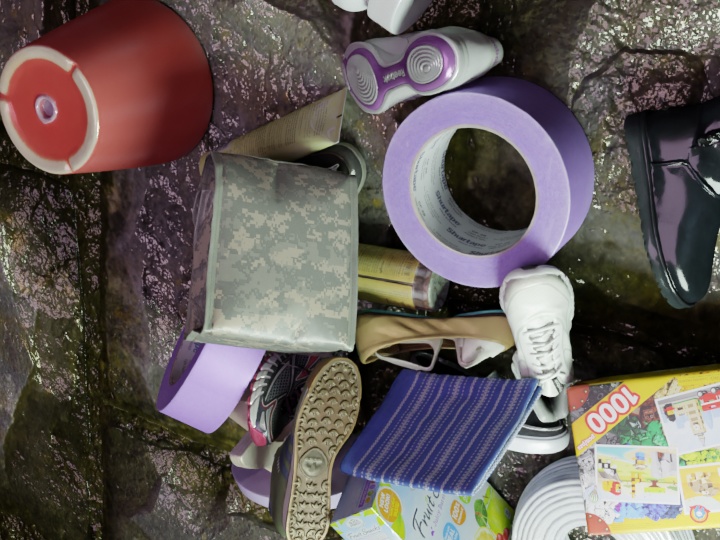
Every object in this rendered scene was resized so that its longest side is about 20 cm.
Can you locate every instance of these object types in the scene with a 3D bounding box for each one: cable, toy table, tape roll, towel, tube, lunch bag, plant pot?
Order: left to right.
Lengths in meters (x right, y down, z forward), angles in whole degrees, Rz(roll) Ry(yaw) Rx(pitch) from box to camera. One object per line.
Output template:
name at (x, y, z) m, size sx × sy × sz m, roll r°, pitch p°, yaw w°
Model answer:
plant pot at (-0.297, -0.199, 1.259) m, size 0.200 × 0.177 × 0.201 m, roll 11°, pitch 114°, yaw 26°
tape roll at (-0.161, 0.082, 1.277) m, size 0.065 × 0.200 × 0.200 m, roll 27°, pitch 124°, yaw -14°
lunch bag at (-0.091, -0.019, 1.154) m, size 0.118 × 0.163 × 0.201 m, roll 158°, pitch 118°, yaw -69°
tube at (-0.095, -0.139, 1.242) m, size 0.199 × 0.052 × 0.058 m, roll -20°, pitch 90°, yaw 35°
toy table at (-0.082, 0.198, 1.308) m, size 0.199 × 0.184 × 0.117 m, roll -5°, pitch 123°, yaw 25°
towel at (0.076, 0.159, 1.128) m, size 0.200 × 0.145 × 0.024 m, roll -3°, pitch 132°, yaw 50°
tape roll at (0.128, -0.090, 1.120) m, size 0.199 × 0.085 × 0.201 m, roll 10°, pitch 114°, yaw 25°
cable at (0.259, 0.299, 1.209) m, size 0.199 × 0.069 × 0.201 m, roll -9°, pitch 104°, yaw 32°

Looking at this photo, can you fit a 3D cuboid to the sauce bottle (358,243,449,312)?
sauce bottle at (0.000, 0.000, 1.240) m, size 0.199 × 0.065 × 0.065 m, roll 12°, pitch 115°, yaw 26°

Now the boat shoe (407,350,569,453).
boat shoe at (0.137, 0.138, 1.220) m, size 0.199 × 0.070 × 0.067 m, roll 20°, pitch 120°, yaw 30°

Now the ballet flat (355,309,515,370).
ballet flat at (0.092, 0.077, 1.189) m, size 0.199 × 0.069 × 0.063 m, roll 0°, pitch 71°, yaw 9°

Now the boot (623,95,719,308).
boot at (0.342, -0.069, 1.011) m, size 0.168 × 0.076 × 0.201 m, roll -9°, pitch 98°, yaw 36°

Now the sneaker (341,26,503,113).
sneaker at (0.059, -0.203, 1.122) m, size 0.200 × 0.099 × 0.075 m, roll 7°, pitch 110°, yaw 52°

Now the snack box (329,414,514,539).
snack box at (0.073, 0.270, 1.212) m, size 0.068 × 0.169 × 0.200 m, roll -31°, pitch 112°, yaw 35°

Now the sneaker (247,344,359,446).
sneaker at (-0.059, 0.117, 1.237) m, size 0.074 × 0.200 × 0.081 m, roll 20°, pitch 139°, yaw 23°

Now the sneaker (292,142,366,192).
sneaker at (-0.086, -0.070, 1.234) m, size 0.200 × 0.106 × 0.075 m, roll -29°, pitch 94°, yaw 34°

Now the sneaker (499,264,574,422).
sneaker at (0.184, 0.074, 1.110) m, size 0.075 × 0.081 × 0.200 m, roll -11°, pitch 136°, yaw 7°

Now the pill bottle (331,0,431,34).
pill bottle at (-0.019, -0.326, 1.093) m, size 0.200 × 0.110 × 0.110 m, roll 38°, pitch 123°, yaw 11°

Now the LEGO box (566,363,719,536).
LEGO box at (0.315, 0.172, 1.082) m, size 0.199 × 0.077 × 0.150 m, roll -10°, pitch 86°, yaw 22°

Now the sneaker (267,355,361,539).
sneaker at (-0.059, 0.185, 1.178) m, size 0.090 × 0.067 × 0.201 m, roll 7°, pitch 85°, yaw 65°
